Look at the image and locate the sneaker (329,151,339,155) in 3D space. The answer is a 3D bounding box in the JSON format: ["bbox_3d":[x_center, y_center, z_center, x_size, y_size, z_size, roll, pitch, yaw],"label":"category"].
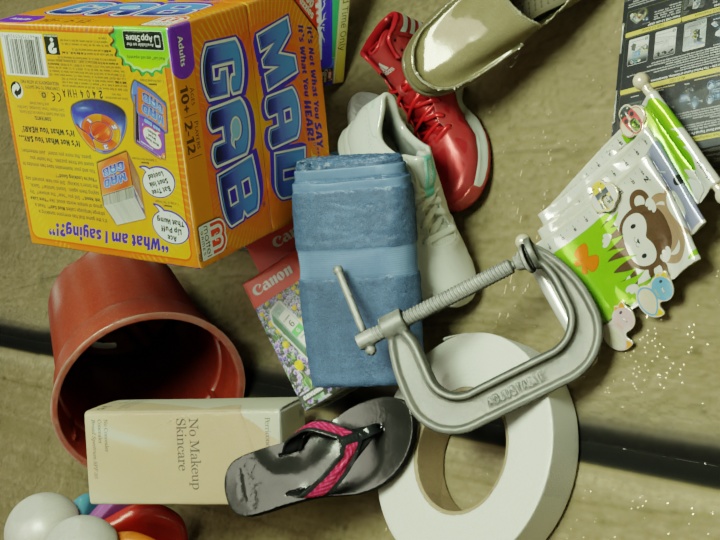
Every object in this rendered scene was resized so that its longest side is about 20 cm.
[{"bbox_3d":[-0.027,-0.019,1.313,0.072,0.072,0.201,-7,72,45],"label":"sneaker"}]

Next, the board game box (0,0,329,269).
[{"bbox_3d":[-0.167,-0.137,1.192,0.199,0.200,0.201,8,114,32],"label":"board game box"}]

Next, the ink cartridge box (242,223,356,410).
[{"bbox_3d":[-0.045,0.016,1.261,0.109,0.050,0.201,-31,78,20],"label":"ink cartridge box"}]

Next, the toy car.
[{"bbox_3d":[-0.257,0.294,1.403,0.150,0.176,0.199,-44,32,-24],"label":"toy car"}]

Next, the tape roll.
[{"bbox_3d":[0.094,0.152,1.134,0.202,0.037,0.204,-23,58,42],"label":"tape roll"}]

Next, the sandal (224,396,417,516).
[{"bbox_3d":[-0.040,0.167,1.182,0.199,0.045,0.075,-23,66,20],"label":"sandal"}]

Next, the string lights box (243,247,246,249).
[{"bbox_3d":[-0.209,-0.080,1.445,0.102,0.199,0.059,8,80,50],"label":"string lights box"}]

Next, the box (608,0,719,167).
[{"bbox_3d":[0.287,-0.164,1.035,0.199,0.049,0.162,-8,68,47],"label":"box"}]

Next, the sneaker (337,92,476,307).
[{"bbox_3d":[0.048,-0.064,1.194,0.201,0.075,0.089,60,145,14],"label":"sneaker"}]

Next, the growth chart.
[{"bbox_3d":[0.204,-0.033,1.058,0.145,0.018,0.200,56,128,28],"label":"growth chart"}]

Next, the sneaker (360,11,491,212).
[{"bbox_3d":[0.048,-0.151,1.248,0.078,0.115,0.201,-37,50,33],"label":"sneaker"}]

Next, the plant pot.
[{"bbox_3d":[-0.245,0.081,1.441,0.201,0.200,0.195,-57,34,15],"label":"plant pot"}]

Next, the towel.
[{"bbox_3d":[0.000,0.000,1.175,0.111,0.048,0.201,-1,97,24],"label":"towel"}]

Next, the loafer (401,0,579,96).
[{"bbox_3d":[0.120,-0.226,1.179,0.200,0.067,0.076,-37,89,6],"label":"loafer"}]

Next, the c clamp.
[{"bbox_3d":[0.088,0.038,1.093,0.199,0.027,0.172,-22,72,13],"label":"c clamp"}]

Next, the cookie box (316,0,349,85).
[{"bbox_3d":[-0.112,-0.264,1.370,0.075,0.199,0.172,46,141,45],"label":"cookie box"}]

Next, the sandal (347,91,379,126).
[{"bbox_3d":[0.021,-0.069,1.280,0.059,0.079,0.208,-45,48,49],"label":"sandal"}]

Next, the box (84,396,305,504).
[{"bbox_3d":[-0.155,0.172,1.292,0.199,0.078,0.096,-4,92,16],"label":"box"}]
